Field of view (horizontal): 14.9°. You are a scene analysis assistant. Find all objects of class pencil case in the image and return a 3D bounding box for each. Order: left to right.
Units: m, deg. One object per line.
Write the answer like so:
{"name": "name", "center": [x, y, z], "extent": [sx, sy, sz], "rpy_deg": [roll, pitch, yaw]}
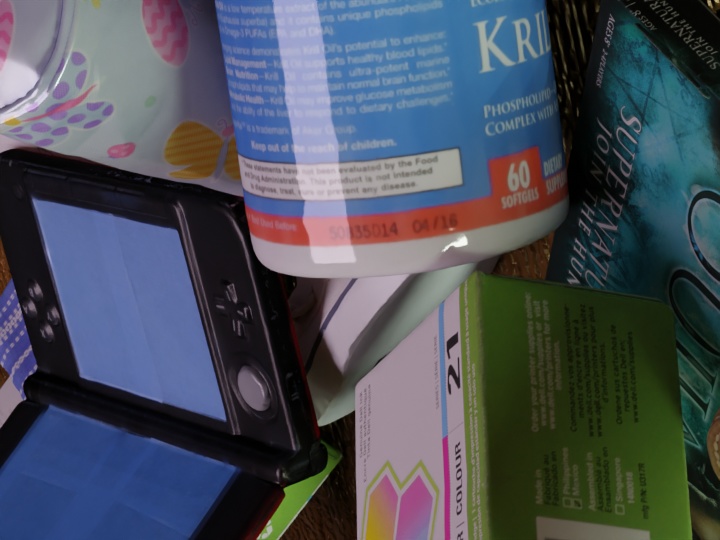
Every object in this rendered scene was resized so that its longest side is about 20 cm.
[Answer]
{"name": "pencil case", "center": [-0.066, -0.078, 1.008], "extent": [0.083, 0.200, 0.091], "rpy_deg": [-42, 59, 28]}

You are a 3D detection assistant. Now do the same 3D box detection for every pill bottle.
{"name": "pill bottle", "center": [0.004, -0.106, 0.922], "extent": [0.112, 0.112, 0.200], "rpy_deg": [14, 115, 59]}

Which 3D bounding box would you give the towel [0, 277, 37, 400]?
{"name": "towel", "center": [-0.110, 0.031, 1.240], "extent": [0.145, 0.024, 0.200], "rpy_deg": [-61, 40, 23]}

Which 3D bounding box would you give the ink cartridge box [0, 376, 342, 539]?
{"name": "ink cartridge box", "center": [-0.128, 0.119, 1.306], "extent": [0.076, 0.200, 0.148], "rpy_deg": [37, 180, -44]}

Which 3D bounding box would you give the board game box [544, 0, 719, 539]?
{"name": "board game box", "center": [0.118, 0.011, 0.928], "extent": [0.135, 0.028, 0.200], "rpy_deg": [49, 152, 30]}

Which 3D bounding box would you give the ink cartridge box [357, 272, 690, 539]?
{"name": "ink cartridge box", "center": [0.032, 0.110, 0.942], "extent": [0.200, 0.076, 0.148], "rpy_deg": [136, 139, -55]}

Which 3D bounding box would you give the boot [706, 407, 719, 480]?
{"name": "boot", "center": [0.145, 0.111, 0.796], "extent": [0.200, 0.155, 0.073], "rpy_deg": [25, 150, 44]}

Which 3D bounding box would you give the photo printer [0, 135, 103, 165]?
{"name": "photo printer", "center": [-0.116, -0.113, 1.159], "extent": [0.166, 0.069, 0.200], "rpy_deg": [24, 141, 16]}

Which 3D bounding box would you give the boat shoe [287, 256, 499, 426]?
{"name": "boat shoe", "center": [0.000, 0.000, 1.108], "extent": [0.070, 0.071, 0.200], "rpy_deg": [56, 161, 10]}

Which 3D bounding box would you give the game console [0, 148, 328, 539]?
{"name": "game console", "center": [-0.120, 0.055, 1.123], "extent": [0.200, 0.119, 0.172], "rpy_deg": [12, 122, 51]}
